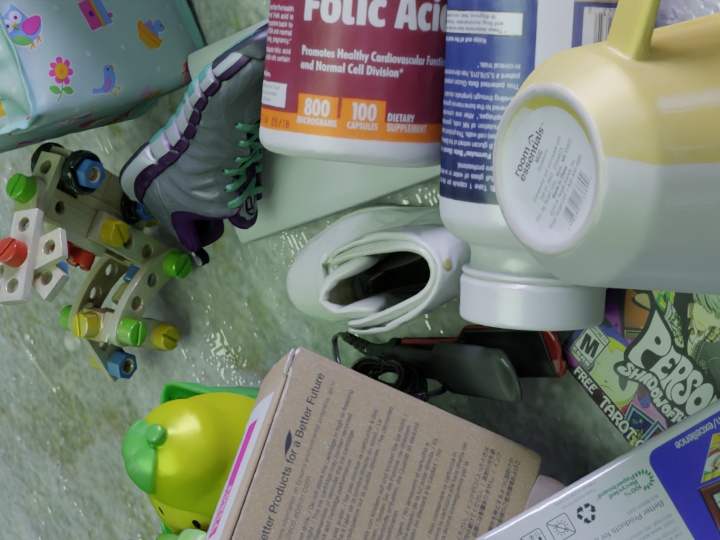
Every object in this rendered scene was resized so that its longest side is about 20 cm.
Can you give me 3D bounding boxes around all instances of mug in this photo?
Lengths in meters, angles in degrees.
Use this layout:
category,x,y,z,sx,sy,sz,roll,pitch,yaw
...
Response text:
category,x,y,z,sx,sy,sz,roll,pitch,yaw
mug,0.147,-0.072,1.011,0.149,0.152,0.188,-14,84,56

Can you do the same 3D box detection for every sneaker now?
category,x,y,z,sx,sy,sz,roll,pitch,yaw
sneaker,-0.076,-0.081,1.299,0.088,0.074,0.200,51,139,3
sneaker,0.000,0.000,1.244,0.199,0.115,0.074,-15,92,44

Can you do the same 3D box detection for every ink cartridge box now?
category,x,y,z,sx,sy,sz,roll,pitch,yaw
ink cartridge box,-0.006,0.169,1.147,0.201,0.164,0.075,-70,11,-22
ink cartridge box,0.189,0.178,1.036,0.201,0.197,0.043,60,176,11

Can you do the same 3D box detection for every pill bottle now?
category,x,y,z,sx,sy,sz,roll,pitch,yaw
pill bottle,0.099,-0.072,1.128,0.111,0.111,0.201,9,100,40
pill bottle,0.005,-0.165,1.169,0.114,0.114,0.201,11,100,40

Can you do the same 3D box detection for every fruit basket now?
category,x,y,z,sx,sy,sz,roll,pitch,yaw
fruit basket,-0.065,0.143,1.279,0.215,0.215,0.156,11,108,40

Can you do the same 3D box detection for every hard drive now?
category,x,y,z,sx,sy,sz,roll,pitch,yaw
hard drive,-0.022,-0.105,1.298,0.199,0.027,0.133,-17,88,42

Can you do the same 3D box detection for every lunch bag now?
category,x,y,z,sx,sy,sz,roll,pitch,yaw
lunch bag,-0.216,-0.192,1.353,0.122,0.170,0.201,-21,89,44

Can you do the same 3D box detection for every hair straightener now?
category,x,y,z,sx,sy,sz,roll,pitch,yaw
hair straightener,0.034,0.057,1.232,0.200,0.077,0.041,6,119,54

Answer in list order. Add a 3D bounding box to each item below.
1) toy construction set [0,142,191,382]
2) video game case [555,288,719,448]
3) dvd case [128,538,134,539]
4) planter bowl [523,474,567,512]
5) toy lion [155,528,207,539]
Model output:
category,x,y,z,sx,sy,sz,roll,pitch,yaw
toy construction set,-0.189,-0.008,1.376,0.092,0.200,0.132,17,81,25
video game case,0.222,0.058,1.111,0.200,0.036,0.182,51,128,21
dvd case,-0.060,0.255,1.341,0.199,0.016,0.149,22,148,21
planter bowl,0.137,0.231,1.143,0.134,0.200,0.201,16,113,9
toy lion,-0.053,0.242,1.247,0.199,0.069,0.192,29,143,7
